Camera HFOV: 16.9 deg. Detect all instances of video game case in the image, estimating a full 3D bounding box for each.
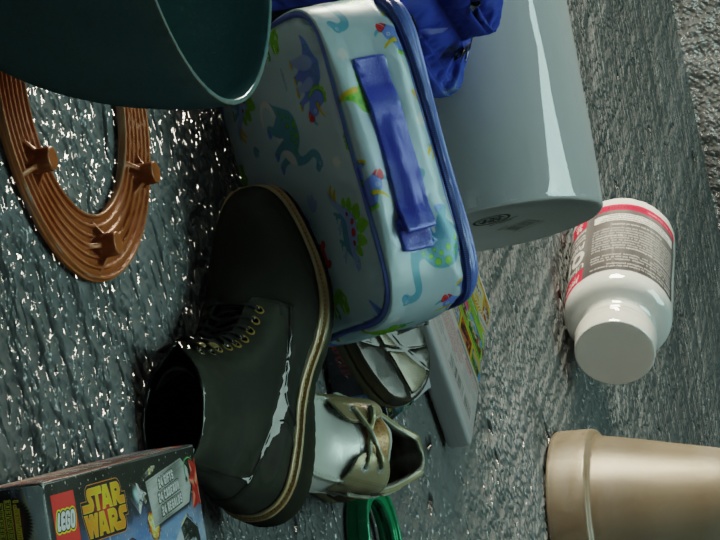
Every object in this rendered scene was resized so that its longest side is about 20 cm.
[{"bbox_3d":[0.061,0.009,1.931,0.182,0.023,0.200,-77,152,-53],"label":"video game case"}]

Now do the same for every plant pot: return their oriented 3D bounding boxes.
[{"bbox_3d":[0.282,0.241,2.296,0.200,0.173,0.201,-9,90,-73],"label":"plant pot"},{"bbox_3d":[-0.137,-0.165,1.124,0.200,0.134,0.201,-9,90,-74],"label":"plant pot"}]

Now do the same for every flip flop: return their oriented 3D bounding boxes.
[{"bbox_3d":[-0.020,-0.001,1.568,0.081,0.058,0.200,-24,87,-41],"label":"flip flop"}]

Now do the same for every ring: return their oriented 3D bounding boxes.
[{"bbox_3d":[-0.146,-0.094,1.269,0.200,0.019,0.201,-10,90,-74],"label":"ring"}]

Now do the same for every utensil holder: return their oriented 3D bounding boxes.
[{"bbox_3d":[0.085,-0.127,1.796,0.170,0.170,0.201,27,52,-71],"label":"utensil holder"}]

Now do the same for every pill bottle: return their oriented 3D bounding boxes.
[{"bbox_3d":[0.266,0.024,2.478,0.200,0.110,0.111,-78,153,-53],"label":"pill bottle"}]

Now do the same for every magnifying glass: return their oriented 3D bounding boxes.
[{"bbox_3d":[0.022,0.243,1.665,0.080,0.022,0.201,-43,121,-72],"label":"magnifying glass"}]

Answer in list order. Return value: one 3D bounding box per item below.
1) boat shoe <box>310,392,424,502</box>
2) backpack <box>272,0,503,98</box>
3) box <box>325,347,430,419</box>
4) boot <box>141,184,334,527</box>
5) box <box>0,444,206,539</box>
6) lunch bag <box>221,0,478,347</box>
[{"bbox_3d":[-0.014,0.107,1.520,0.200,0.068,0.075,23,59,-71],"label":"boat shoe"},{"bbox_3d":[0.015,-0.199,1.634,0.200,0.167,0.163,60,32,-59],"label":"backpack"},{"bbox_3d":[0.000,0.000,1.689,0.137,0.038,0.201,-27,107,-74],"label":"box"},{"bbox_3d":[-0.074,0.032,1.356,0.138,0.077,0.201,35,46,-62],"label":"boot"},{"bbox_3d":[-0.121,0.161,1.167,0.200,0.040,0.137,-2,84,-74],"label":"box"},{"bbox_3d":[-0.006,-0.058,1.455,0.161,0.082,0.201,-26,-100,63],"label":"lunch bag"}]
